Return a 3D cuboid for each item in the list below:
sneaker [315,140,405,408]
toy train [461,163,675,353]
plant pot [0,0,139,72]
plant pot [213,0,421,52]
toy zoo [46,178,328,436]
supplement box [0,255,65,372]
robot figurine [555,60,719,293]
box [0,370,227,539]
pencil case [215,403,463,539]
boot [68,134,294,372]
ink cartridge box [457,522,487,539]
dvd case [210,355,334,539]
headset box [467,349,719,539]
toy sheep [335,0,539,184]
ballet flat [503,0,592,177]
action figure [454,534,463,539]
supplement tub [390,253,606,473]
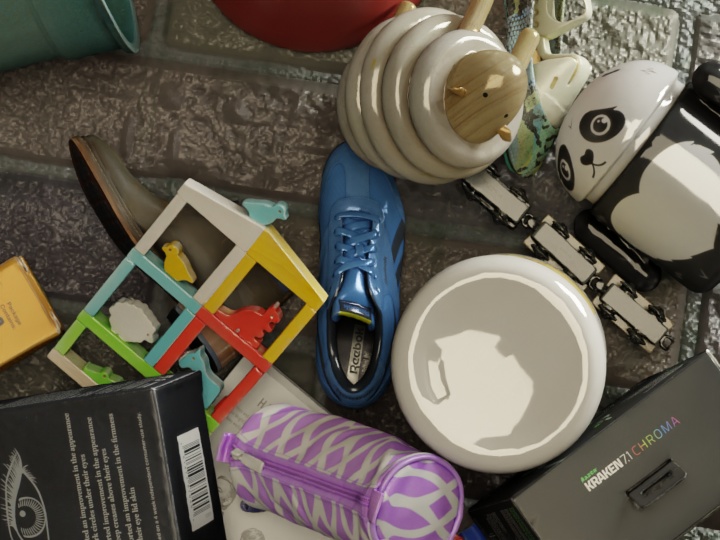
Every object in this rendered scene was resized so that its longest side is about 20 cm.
[{"bbox_3d":[0.000,0.000,1.651,0.065,0.078,0.202,1,83,0],"label":"sneaker"},{"bbox_3d":[0.153,-0.009,1.674,0.200,0.046,0.034,41,87,3],"label":"toy train"},{"bbox_3d":[-0.283,-0.221,1.615,0.195,0.200,0.202,-18,85,5],"label":"plant pot"},{"bbox_3d":[-0.028,-0.269,1.627,0.199,0.177,0.202,0,85,-2],"label":"plant pot"},{"bbox_3d":[-0.115,0.028,1.607,0.131,0.020,0.200,40,107,-2],"label":"toy zoo"},{"bbox_3d":[-0.314,0.068,1.638,0.199,0.069,0.067,-30,87,-3],"label":"supplement box"},{"bbox_3d":[0.236,-0.064,1.642,0.200,0.125,0.151,38,84,1],"label":"robot figurine"},{"bbox_3d":[-0.206,0.159,1.579,0.198,0.104,0.149,-8,93,15],"label":"box"},{"bbox_3d":[-0.015,0.144,1.555,0.085,0.199,0.085,22,83,-37],"label":"pencil case"},{"bbox_3d":[-0.128,-0.034,1.659,0.097,0.075,0.201,-36,97,-15],"label":"boot"},{"bbox_3d":[0.042,0.271,1.644,0.199,0.039,0.100,-35,86,-6],"label":"ink cartridge box"},{"bbox_3d":[-0.086,0.181,1.655,0.150,0.025,0.200,39,83,2],"label":"dvd case"},{"bbox_3d":[0.182,0.149,1.574,0.174,0.200,0.093,-35,86,-11],"label":"headset box"},{"bbox_3d":[0.049,-0.127,1.620,0.137,0.199,0.139,1,87,-33],"label":"toy sheep"},{"bbox_3d":[0.139,-0.171,1.672,0.074,0.074,0.202,-1,86,-2],"label":"ballet flat"},{"bbox_3d":[0.033,0.281,1.587,0.099,0.065,0.201,28,84,19],"label":"action figure"},{"bbox_3d":[0.100,0.061,1.577,0.144,0.200,0.147,0,91,6],"label":"supplement tub"}]
